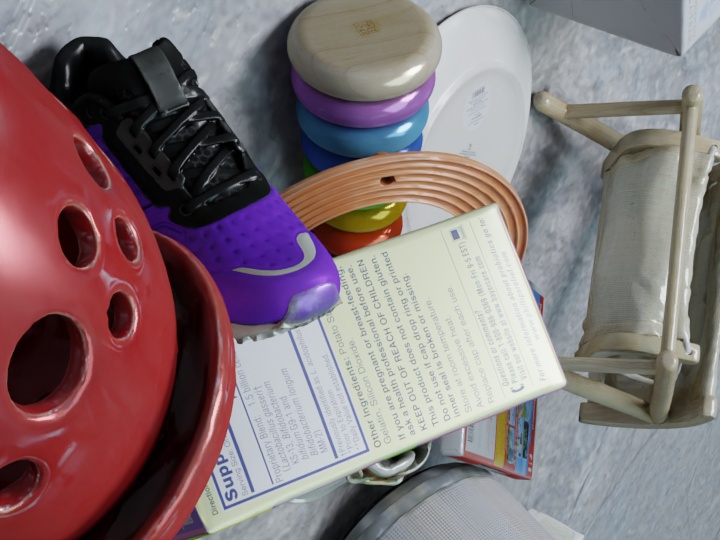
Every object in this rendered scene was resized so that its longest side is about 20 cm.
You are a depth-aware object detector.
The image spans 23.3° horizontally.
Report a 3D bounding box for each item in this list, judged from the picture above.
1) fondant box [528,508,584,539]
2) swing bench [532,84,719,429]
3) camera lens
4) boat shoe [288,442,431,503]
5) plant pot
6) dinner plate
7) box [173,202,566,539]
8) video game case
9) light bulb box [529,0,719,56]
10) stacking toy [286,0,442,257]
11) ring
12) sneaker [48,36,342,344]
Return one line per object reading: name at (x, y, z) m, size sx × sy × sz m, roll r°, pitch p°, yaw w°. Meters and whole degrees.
fondant box at (0.111, 0.319, 1.468) m, size 0.144 × 0.058 × 0.201 m, roll -23°, pitch 129°, yaw -49°
swing bench at (0.200, -0.003, 1.248) m, size 0.200 × 0.129 × 0.200 m, roll 33°, pitch 62°, yaw -59°
camera lens at (0.082, 0.245, 1.206) m, size 0.160 × 0.200 × 0.160 m, roll -31°, pitch 147°, yaw -24°
boat shoe at (0.002, 0.094, 1.042) m, size 0.074 × 0.069 × 0.200 m, roll 1°, pitch 145°, yaw -32°
plant pot at (-0.159, 0.025, 0.650) m, size 0.182 × 0.200 × 0.201 m, roll 42°, pitch 75°, yaw -47°
dinner plate at (0.062, -0.074, 1.138) m, size 0.200 × 0.024 × 0.201 m, roll -37°, pitch 139°, yaw -41°
box at (-0.034, 0.059, 0.862) m, size 0.199 × 0.176 × 0.097 m, roll -19°, pitch 85°, yaw -27°
video game case at (0.095, 0.068, 1.222) m, size 0.200 × 0.017 × 0.144 m, roll 30°, pitch 63°, yaw -68°
light bulb box at (0.205, -0.282, 1.109) m, size 0.200 × 0.124 × 0.199 m, roll -45°, pitch 144°, yaw -30°
stacking toy at (0.002, -0.057, 1.004) m, size 0.085 × 0.085 × 0.201 m, roll -41°, pitch 148°, yaw -35°
ring at (0.000, 0.000, 0.995) m, size 0.199 × 0.019 × 0.201 m, roll -14°, pitch 144°, yaw -10°
sneaker at (-0.083, -0.045, 0.760) m, size 0.069 × 0.200 × 0.100 m, roll -23°, pitch 128°, yaw -32°
